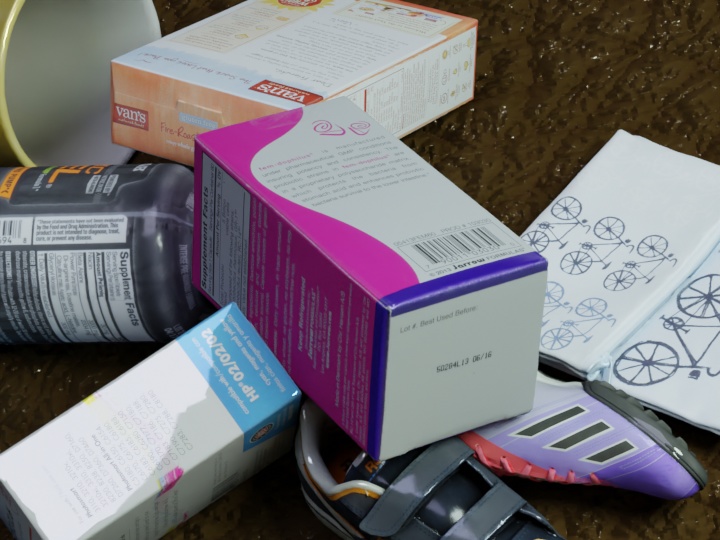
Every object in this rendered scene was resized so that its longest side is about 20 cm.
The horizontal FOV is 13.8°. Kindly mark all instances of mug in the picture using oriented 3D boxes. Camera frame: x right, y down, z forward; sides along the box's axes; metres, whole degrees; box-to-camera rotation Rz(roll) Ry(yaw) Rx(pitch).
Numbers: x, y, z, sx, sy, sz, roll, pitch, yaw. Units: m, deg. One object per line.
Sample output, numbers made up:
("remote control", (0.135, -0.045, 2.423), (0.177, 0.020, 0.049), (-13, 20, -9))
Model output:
("mug", (-0.239, -0.135, 1.843), (0.153, 0.187, 0.150), (11, 90, 36))

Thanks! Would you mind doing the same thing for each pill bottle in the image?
("pill bottle", (-0.150, -0.009, 1.738), (0.200, 0.106, 0.106), (-1, 49, 16))

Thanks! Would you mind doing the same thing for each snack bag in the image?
("snack bag", (0.179, 0.005, 1.668), (0.200, 0.021, 0.189), (23, 52, 33))

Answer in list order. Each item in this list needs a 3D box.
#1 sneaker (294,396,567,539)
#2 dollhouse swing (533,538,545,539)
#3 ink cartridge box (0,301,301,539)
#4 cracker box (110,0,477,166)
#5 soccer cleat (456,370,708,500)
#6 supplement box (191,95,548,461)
("sneaker", (0.038, 0.129, 1.572), (0.200, 0.079, 0.078), (28, 61, 33))
("dollhouse swing", (0.101, 0.211, 1.411), (0.200, 0.182, 0.176), (9, 79, 22))
("ink cartridge box", (-0.133, 0.111, 1.605), (0.200, 0.115, 0.068), (-34, 76, -14))
("cracker box", (-0.038, -0.113, 1.776), (0.134, 0.058, 0.200), (17, 28, 30))
("soccer cleat", (0.097, 0.090, 1.602), (0.200, 0.068, 0.073), (25, 71, 36))
("supplement box", (0.000, 0.000, 1.590), (0.101, 0.103, 0.200), (-16, 38, -28))
